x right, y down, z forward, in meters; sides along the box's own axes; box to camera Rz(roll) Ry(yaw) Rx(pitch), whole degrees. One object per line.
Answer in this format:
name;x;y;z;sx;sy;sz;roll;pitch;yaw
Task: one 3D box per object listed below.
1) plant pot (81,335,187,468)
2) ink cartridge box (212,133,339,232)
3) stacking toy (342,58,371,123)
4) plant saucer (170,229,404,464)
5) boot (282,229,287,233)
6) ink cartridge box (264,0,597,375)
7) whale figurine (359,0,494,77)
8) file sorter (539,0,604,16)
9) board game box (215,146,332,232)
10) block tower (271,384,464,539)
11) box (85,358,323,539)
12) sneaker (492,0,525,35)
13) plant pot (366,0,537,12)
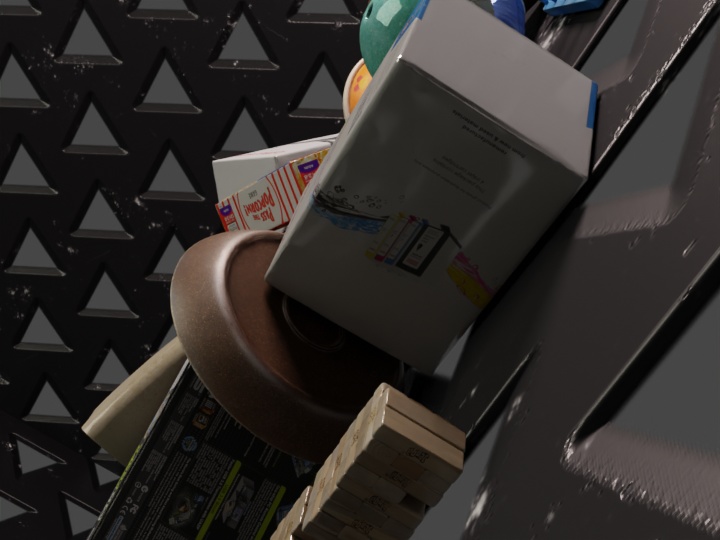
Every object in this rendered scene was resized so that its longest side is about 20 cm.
plant pot;-0.090;0.117;0.970;0.178;0.200;0.200;-51;6;-8
ink cartridge box;-0.045;-0.105;1.331;0.199;0.085;0.144;-17;11;-35
stacking toy;0.082;-0.211;1.419;0.199;0.146;0.147;-8;50;60
plant saucer;-0.041;0.043;0.839;0.035;0.200;0.201;-47;13;33
boot;0.005;-0.039;1.021;0.199;0.073;0.144;-32;16;-15
ink cartridge box;0.050;-0.063;0.831;0.201;0.144;0.148;-55;9;35
whale figurine;0.055;-0.248;1.062;0.159;0.103;0.202;147;132;-60
file sorter;0.182;-0.326;1.069;0.140;0.122;0.200;-58;7;7
board game box;-0.013;-0.089;1.081;0.199;0.047;0.151;-24;3;-33
block tower;-0.013;0.156;0.698;0.201;0.057;0.054;-54;9;28
box;-0.091;0.169;0.830;0.201;0.159;0.044;-63;9;-18
sneaker;0.127;-0.189;1.148;0.077;0.075;0.202;-25;45;66
plant pot;0.089;-0.298;1.254;0.201;0.186;0.187;-56;4;-32
